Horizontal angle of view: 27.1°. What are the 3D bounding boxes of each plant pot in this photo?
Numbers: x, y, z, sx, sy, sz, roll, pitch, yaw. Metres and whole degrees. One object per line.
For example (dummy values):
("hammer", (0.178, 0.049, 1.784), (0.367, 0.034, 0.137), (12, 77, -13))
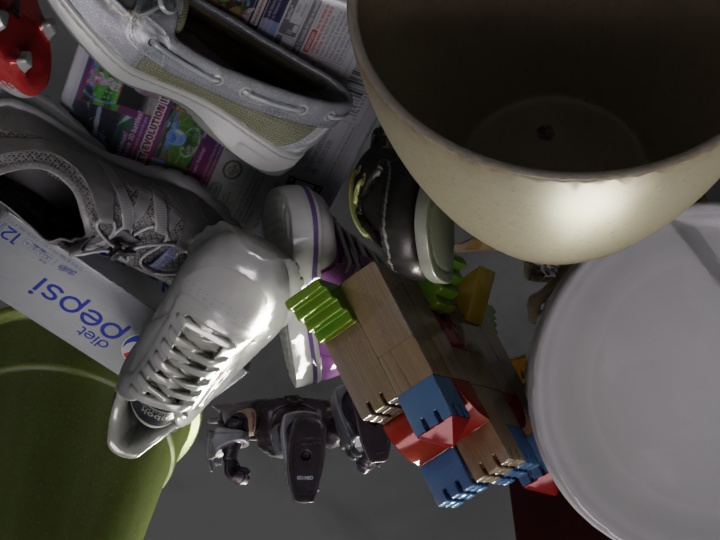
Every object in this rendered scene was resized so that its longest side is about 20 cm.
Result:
("plant pot", (-0.220, 0.160, 1.040), (0.199, 0.191, 0.201), (2, 134, 2))

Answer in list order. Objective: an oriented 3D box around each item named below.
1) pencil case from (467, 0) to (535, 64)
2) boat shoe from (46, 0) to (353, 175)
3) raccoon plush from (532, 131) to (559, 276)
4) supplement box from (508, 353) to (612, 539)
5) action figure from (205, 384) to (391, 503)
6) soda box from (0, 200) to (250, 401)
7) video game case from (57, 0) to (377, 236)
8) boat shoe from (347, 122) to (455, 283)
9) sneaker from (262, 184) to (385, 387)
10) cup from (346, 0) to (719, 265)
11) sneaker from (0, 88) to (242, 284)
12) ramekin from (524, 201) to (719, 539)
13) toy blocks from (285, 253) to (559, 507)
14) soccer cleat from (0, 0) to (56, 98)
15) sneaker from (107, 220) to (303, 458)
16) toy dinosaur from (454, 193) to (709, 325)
("pencil case", (0.031, -0.196, 0.770), (0.086, 0.083, 0.200), (-14, 131, 24))
("boat shoe", (-0.091, -0.128, 0.819), (0.065, 0.075, 0.202), (-36, 126, 24))
("raccoon plush", (0.154, -0.083, 0.832), (0.199, 0.134, 0.097), (-23, 127, 23))
("supplement box", (0.207, 0.153, 0.986), (0.196, 0.201, 0.133), (-15, 147, 16))
("action figure", (-0.039, 0.115, 1.025), (0.129, 0.070, 0.200), (-11, 177, -14))
("soda box", (-0.165, 0.013, 0.986), (0.200, 0.064, 0.068), (36, 124, -27))
("video game case", (-0.083, -0.106, 0.901), (0.181, 0.023, 0.200), (18, 132, -14))
("boat shoe", (0.024, -0.040, 0.842), (0.060, 0.201, 0.072), (-2, 107, 8))
("sneaker", (0.000, -0.001, 0.947), (0.114, 0.073, 0.201), (-13, 153, -5))
("cup", (0.097, -0.084, 0.720), (0.199, 0.201, 0.143), (-1, 148, 4))
("sneaker", (-0.156, -0.028, 0.906), (0.199, 0.082, 0.075), (30, 128, -23))
("ramekin", (0.187, 0.063, 0.859), (0.201, 0.204, 0.094), (10, 177, -6))
("toy blocks", (0.052, 0.076, 0.883), (0.100, 0.137, 0.200), (-35, 156, 18))
("soccer cleat", (-0.245, -0.174, 0.821), (0.085, 0.069, 0.200), (-16, 128, 28))
("sneaker", (-0.096, 0.046, 0.884), (0.076, 0.081, 0.200), (33, 141, -3))
("toy dinosaur", (0.128, -0.018, 0.942), (0.199, 0.058, 0.101), (-9, 137, -21))
